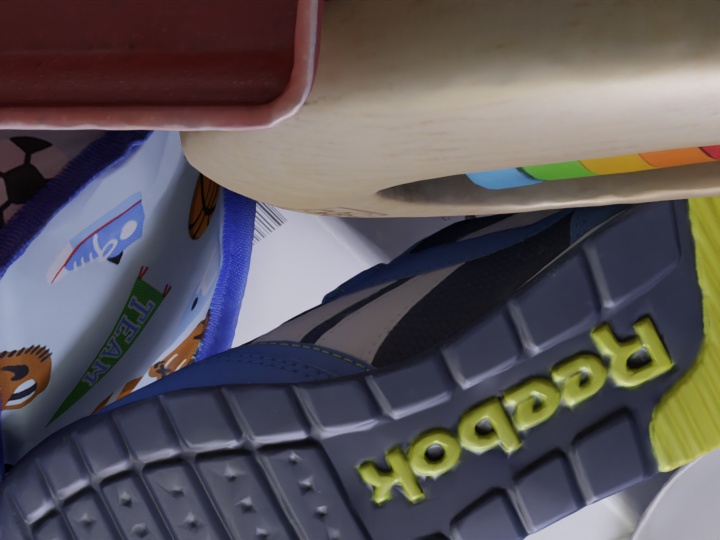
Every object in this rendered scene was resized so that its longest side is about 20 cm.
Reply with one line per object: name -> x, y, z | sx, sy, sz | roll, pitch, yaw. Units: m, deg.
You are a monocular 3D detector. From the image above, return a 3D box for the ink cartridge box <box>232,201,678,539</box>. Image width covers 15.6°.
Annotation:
ink cartridge box -> 0.000, 0.000, 0.749 | 0.200, 0.085, 0.146 | 46, 149, -8

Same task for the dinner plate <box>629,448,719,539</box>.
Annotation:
dinner plate -> 0.157, 0.112, 0.651 | 0.200, 0.024, 0.201 | 14, 129, 18

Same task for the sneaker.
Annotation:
sneaker -> 0.009, 0.036, 0.623 | 0.199, 0.082, 0.074 | -21, 103, 1

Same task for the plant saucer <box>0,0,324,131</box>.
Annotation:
plant saucer -> -0.079, -0.125, 0.522 | 0.199, 0.200, 0.037 | 2, 176, 32

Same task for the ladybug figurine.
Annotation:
ladybug figurine -> 0.051, -0.053, 0.528 | 0.199, 0.072, 0.136 | -5, 175, 24

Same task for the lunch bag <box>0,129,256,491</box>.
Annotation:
lunch bag -> -0.121, -0.013, 0.668 | 0.170, 0.124, 0.200 | 36, 151, 17
